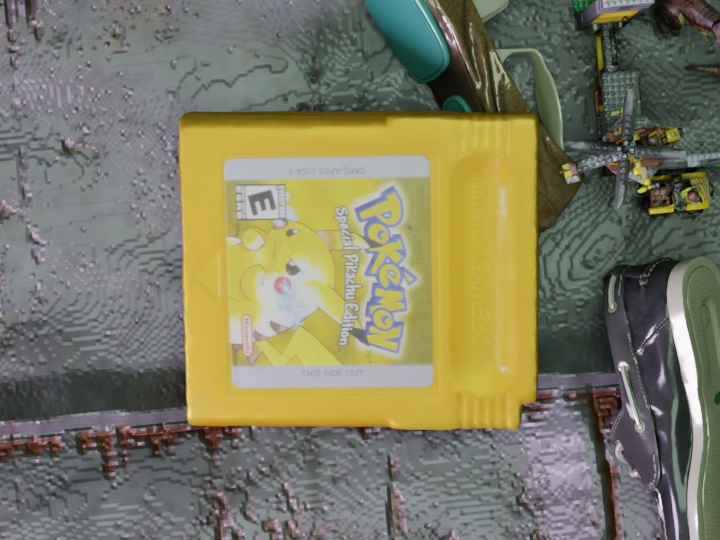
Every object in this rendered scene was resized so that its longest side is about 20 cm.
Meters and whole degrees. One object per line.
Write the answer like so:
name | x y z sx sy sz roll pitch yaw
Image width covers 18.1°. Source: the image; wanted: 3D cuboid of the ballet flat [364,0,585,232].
ballet flat | 0.067 -0.117 1.283 0.072 0.068 0.201 -30 90 -24

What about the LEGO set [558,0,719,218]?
LEGO set | 0.187 -0.131 1.257 0.153 0.116 0.202 3 88 -3

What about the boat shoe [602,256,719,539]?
boat shoe | 0.178 0.093 1.287 0.067 0.072 0.202 -4 97 33

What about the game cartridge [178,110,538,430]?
game cartridge | 0.000 0.000 1.257 0.198 0.032 0.178 0 100 8
